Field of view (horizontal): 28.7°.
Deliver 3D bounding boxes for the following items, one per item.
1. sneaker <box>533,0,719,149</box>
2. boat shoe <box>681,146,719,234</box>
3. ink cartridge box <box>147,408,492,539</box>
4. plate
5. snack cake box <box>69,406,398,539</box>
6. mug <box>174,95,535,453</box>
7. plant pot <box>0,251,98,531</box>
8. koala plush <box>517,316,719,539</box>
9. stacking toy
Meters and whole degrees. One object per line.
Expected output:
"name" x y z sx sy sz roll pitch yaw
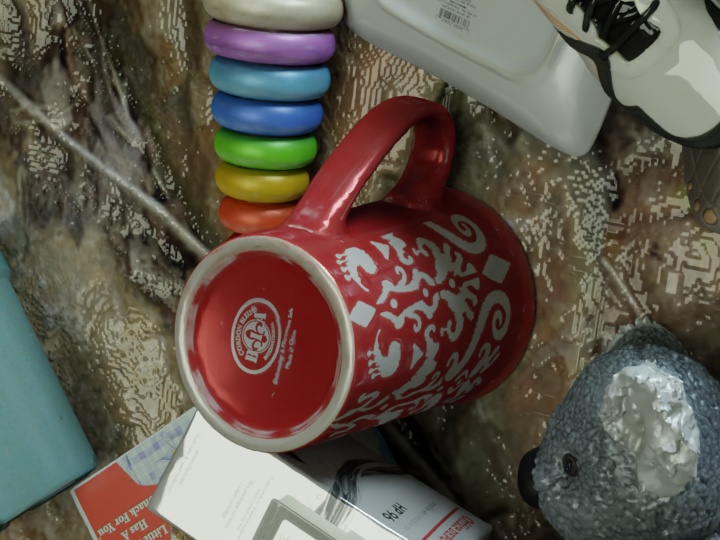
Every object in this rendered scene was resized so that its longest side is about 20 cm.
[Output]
"sneaker" 0.110 -0.135 0.674 0.200 0.080 0.074 51 120 15
"boat shoe" 0.201 -0.119 0.722 0.071 0.076 0.202 -3 86 -4
"ink cartridge box" -0.001 0.145 0.763 0.199 0.116 0.068 31 99 12
"plate" 0.077 -0.192 0.767 0.199 0.032 0.201 35 116 34
"snack cake box" -0.081 0.142 0.903 0.199 0.067 0.116 -34 82 28
"mug" -0.009 0.006 0.771 0.133 0.200 0.179 -18 88 30
"plant pot" -0.289 0.089 0.953 0.200 0.200 0.197 -34 88 28
"koala plush" 0.152 0.130 0.725 0.182 0.177 0.202 -3 94 15
"stacking toy" -0.061 -0.073 0.865 0.085 0.085 0.202 14 108 27
